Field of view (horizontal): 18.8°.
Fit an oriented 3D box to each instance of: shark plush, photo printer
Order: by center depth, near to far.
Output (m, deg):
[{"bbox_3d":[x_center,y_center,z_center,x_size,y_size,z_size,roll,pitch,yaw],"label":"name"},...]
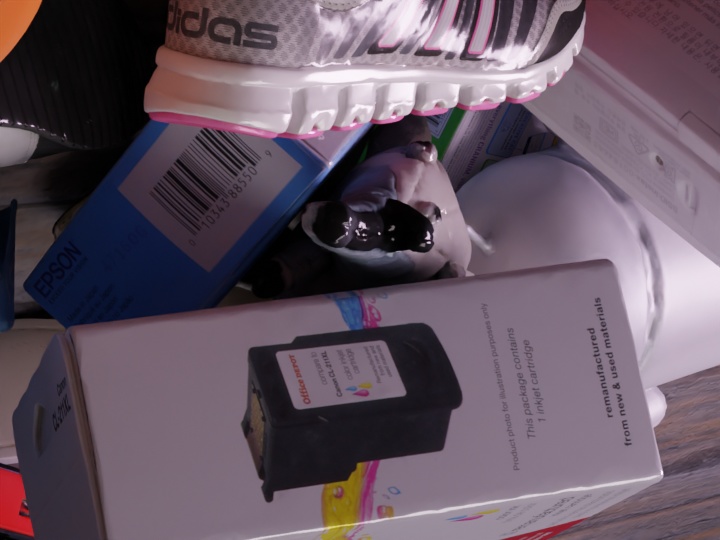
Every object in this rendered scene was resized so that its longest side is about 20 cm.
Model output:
[{"bbox_3d":[0.000,0.000,0.789,0.083,0.091,0.200,-19,-171,2],"label":"shark plush"},{"bbox_3d":[0.172,-0.104,0.869,0.200,0.166,0.070,-36,149,-21],"label":"photo printer"}]

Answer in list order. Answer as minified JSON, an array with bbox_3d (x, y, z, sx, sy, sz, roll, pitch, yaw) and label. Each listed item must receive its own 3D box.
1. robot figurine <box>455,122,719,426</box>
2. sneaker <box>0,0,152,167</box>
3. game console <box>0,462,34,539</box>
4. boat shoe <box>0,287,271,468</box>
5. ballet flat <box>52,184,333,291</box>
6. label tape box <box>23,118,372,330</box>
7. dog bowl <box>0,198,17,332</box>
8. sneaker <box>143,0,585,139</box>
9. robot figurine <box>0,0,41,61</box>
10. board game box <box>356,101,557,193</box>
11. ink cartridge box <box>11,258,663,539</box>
[{"bbox_3d":[0.108,-0.001,0.959,0.200,0.170,0.113,-13,-167,-43],"label":"robot figurine"},{"bbox_3d":[-0.156,-0.063,0.743,0.088,0.074,0.200,-14,179,36],"label":"sneaker"},{"bbox_3d":[-0.224,0.096,0.952,0.176,0.031,0.200,2,166,22],"label":"game console"},{"bbox_3d":[-0.128,0.054,1.016,0.199,0.072,0.060,-21,157,-26],"label":"boat shoe"},{"bbox_3d":[-0.056,-0.013,0.968,0.066,0.057,0.200,-39,155,29],"label":"ballet flat"},{"bbox_3d":[-0.032,-0.062,0.855,0.143,0.066,0.200,-47,-175,38],"label":"label tape box"},{"bbox_3d":[-0.177,0.005,0.775,0.111,0.050,0.200,-10,178,-4],"label":"dog bowl"},{"bbox_3d":[0.011,-0.101,0.727,0.199,0.074,0.088,-16,117,-44],"label":"sneaker"},{"bbox_3d":[-0.159,-0.106,0.575,0.144,0.117,0.200,-38,155,17],"label":"robot figurine"},{"bbox_3d":[0.063,-0.022,1.032,0.200,0.040,0.153,8,112,-56],"label":"board game box"},{"bbox_3d":[-0.015,0.065,0.787,0.199,0.083,0.146,-7,166,-17],"label":"ink cartridge box"}]
